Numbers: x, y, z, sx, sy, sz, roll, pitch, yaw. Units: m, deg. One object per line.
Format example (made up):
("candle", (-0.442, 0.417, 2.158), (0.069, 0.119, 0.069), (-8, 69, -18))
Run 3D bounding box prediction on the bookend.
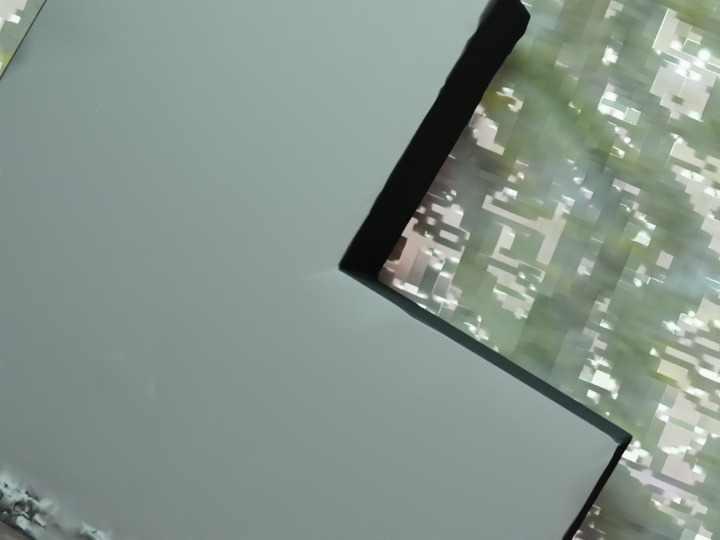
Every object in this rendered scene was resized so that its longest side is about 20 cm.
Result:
("bookend", (0.000, 0.000, 0.751), (0.198, 0.092, 0.200), (30, 92, 8))
